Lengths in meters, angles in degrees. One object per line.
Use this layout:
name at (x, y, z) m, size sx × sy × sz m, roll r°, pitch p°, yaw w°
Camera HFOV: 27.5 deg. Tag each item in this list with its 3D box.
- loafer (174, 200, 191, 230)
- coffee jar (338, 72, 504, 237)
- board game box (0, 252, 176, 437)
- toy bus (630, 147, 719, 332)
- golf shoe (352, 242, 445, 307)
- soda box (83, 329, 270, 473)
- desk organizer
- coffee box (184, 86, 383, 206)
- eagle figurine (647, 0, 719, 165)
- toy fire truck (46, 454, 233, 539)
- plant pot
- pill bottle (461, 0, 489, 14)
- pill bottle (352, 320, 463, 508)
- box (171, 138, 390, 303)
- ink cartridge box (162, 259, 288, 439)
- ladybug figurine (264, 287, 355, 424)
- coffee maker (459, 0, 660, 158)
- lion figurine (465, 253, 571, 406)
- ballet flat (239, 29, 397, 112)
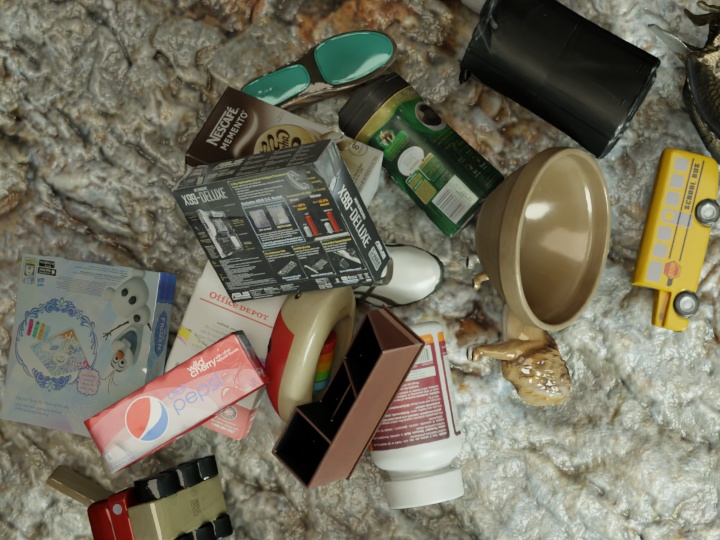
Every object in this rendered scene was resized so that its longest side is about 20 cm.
loafer at (-0.121, -0.083, 1.737) m, size 0.197 × 0.070 × 0.071 m, roll -5°, pitch 67°, yaw -11°
coffee jar at (0.068, -0.138, 1.701) m, size 0.200 × 0.104 × 0.085 m, roll 45°, pitch 118°, yaw 4°
board game box at (-0.321, 0.091, 1.725) m, size 0.198 × 0.043 × 0.202 m, roll 8°, pitch 88°, yaw 25°
toy bus at (0.365, -0.034, 1.697) m, size 0.077 × 0.065 × 0.203 m, roll 13°, pitch 90°, yaw 5°
golf shoe at (0.000, 0.000, 1.709) m, size 0.197 × 0.095 × 0.079 m, roll 3°, pitch 85°, yaw 2°
soda box at (-0.202, 0.145, 1.630) m, size 0.199 × 0.063 × 0.071 m, roll -31°, pitch 86°, yaw 3°
desk organizer at (-0.016, 0.142, 1.629) m, size 0.072 × 0.077 × 0.201 m, roll 41°, pitch 117°, yaw 27°
coffee box at (-0.088, -0.111, 1.666) m, size 0.198 × 0.080 × 0.114 m, roll 23°, pitch 59°, yaw 7°
eagle figurine at (0.411, -0.200, 1.645) m, size 0.150 × 0.150 × 0.203 m, roll 4°, pitch 87°, yaw -32°
toy fire truck at (-0.272, 0.274, 1.691) m, size 0.198 × 0.176 × 0.130 m, roll -16°, pitch 88°, yaw 18°
plant pot at (0.193, -0.040, 1.645) m, size 0.092 × 0.200 × 0.204 m, roll 11°, pitch 89°, yaw 39°
pill bottle at (0.088, -0.395, 1.704) m, size 0.199 × 0.113 × 0.114 m, roll 37°, pitch 91°, yaw 4°
pill bottle at (0.058, 0.165, 1.692) m, size 0.108 × 0.110 × 0.203 m, roll -10°, pitch 88°, yaw 4°
box at (-0.087, -0.050, 1.594) m, size 0.198 × 0.050 × 0.159 m, roll -9°, pitch 122°, yaw 33°
ink cartridge box at (-0.154, 0.083, 1.731) m, size 0.115 × 0.067 × 0.202 m, roll 22°, pitch 91°, yaw 5°
ladybug figurine at (-0.062, 0.095, 1.687) m, size 0.071 × 0.136 × 0.202 m, roll 23°, pitch 120°, yaw 18°
coffee maker at (0.221, -0.224, 1.644) m, size 0.199 × 0.192 × 0.136 m, roll 30°, pitch 99°, yaw 5°
lion figurine at (0.186, 0.055, 1.707) m, size 0.121 × 0.072 × 0.203 m, roll 2°, pitch 84°, yaw -5°
ballet flat at (-0.050, -0.229, 1.732) m, size 0.198 × 0.067 × 0.069 m, roll -18°, pitch 80°, yaw 3°
